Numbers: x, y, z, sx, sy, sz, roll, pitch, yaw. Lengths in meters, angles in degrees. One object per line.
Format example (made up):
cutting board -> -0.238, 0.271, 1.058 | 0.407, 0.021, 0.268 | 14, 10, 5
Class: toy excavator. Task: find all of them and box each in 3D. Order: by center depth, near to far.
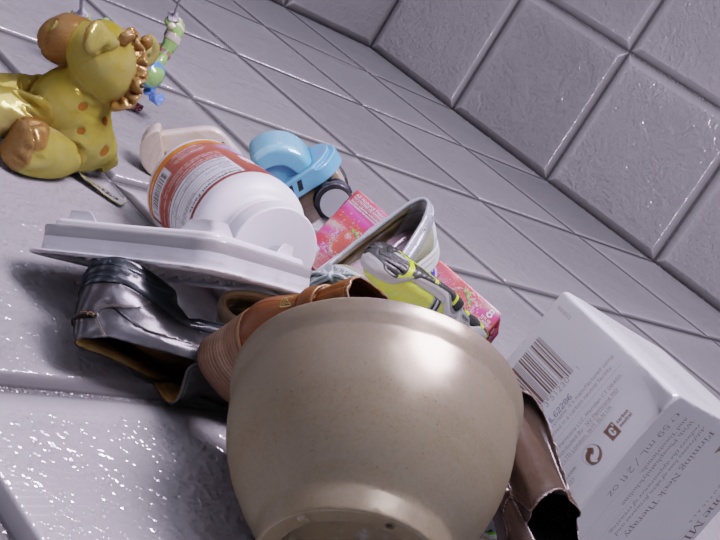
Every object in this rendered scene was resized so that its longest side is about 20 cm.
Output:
toy excavator -> -0.130, -0.120, 1.415 | 0.200, 0.194, 0.100 | 57, 7, -21

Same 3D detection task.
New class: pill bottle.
pill bottle -> -0.121, -0.049, 1.157 | 0.112, 0.112, 0.200 | 22, 8, -34

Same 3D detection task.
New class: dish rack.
dish rack -> -0.146, -0.014, 0.989 | 0.199, 0.044, 0.171 | 5, -6, 29

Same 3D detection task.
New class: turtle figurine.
turtle figurine -> -0.311, -0.322, 1.590 | 0.194, 0.144, 0.200 | 22, -40, 45

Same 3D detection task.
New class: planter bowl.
planter bowl -> 0.001, 0.134, 0.782 | 0.200, 0.200, 0.135 | 28, 42, -15

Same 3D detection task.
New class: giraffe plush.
giraffe plush -> -0.285, -0.183, 1.210 | 0.200, 0.162, 0.173 | 28, 15, -15

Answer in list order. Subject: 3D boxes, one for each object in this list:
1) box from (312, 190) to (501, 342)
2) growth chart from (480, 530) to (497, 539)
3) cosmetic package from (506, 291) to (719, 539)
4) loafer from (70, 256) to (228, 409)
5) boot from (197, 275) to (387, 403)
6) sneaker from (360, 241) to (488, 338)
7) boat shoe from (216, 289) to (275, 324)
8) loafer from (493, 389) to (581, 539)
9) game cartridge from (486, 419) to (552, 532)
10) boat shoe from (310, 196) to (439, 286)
box -> 0.041, 0.025, 1.249 | 0.200, 0.096, 0.100 | 41, -8, 13
growth chart -> 0.078, 0.183, 1.062 | 0.144, 0.018, 0.200 | 15, 22, -46
cosmetic package -> 0.238, 0.155, 1.144 | 0.200, 0.168, 0.166 | 27, 15, -44
loafer -> -0.133, 0.073, 0.922 | 0.200, 0.073, 0.072 | 33, 46, -20
boot -> -0.004, 0.090, 0.875 | 0.200, 0.154, 0.074 | 42, 43, -29
sneaker -> 0.051, 0.043, 1.095 | 0.075, 0.076, 0.200 | 41, -2, 39
boat shoe -> -0.020, 0.062, 0.966 | 0.199, 0.065, 0.072 | 14, 45, 8
loafer -> 0.141, 0.175, 0.940 | 0.073, 0.071, 0.201 | 6, 57, -30
game cartridge -> 0.060, 0.120, 1.021 | 0.200, 0.042, 0.133 | 31, 50, 3
boat shoe -> 0.002, 0.000, 1.128 | 0.074, 0.065, 0.202 | 26, 44, 35
